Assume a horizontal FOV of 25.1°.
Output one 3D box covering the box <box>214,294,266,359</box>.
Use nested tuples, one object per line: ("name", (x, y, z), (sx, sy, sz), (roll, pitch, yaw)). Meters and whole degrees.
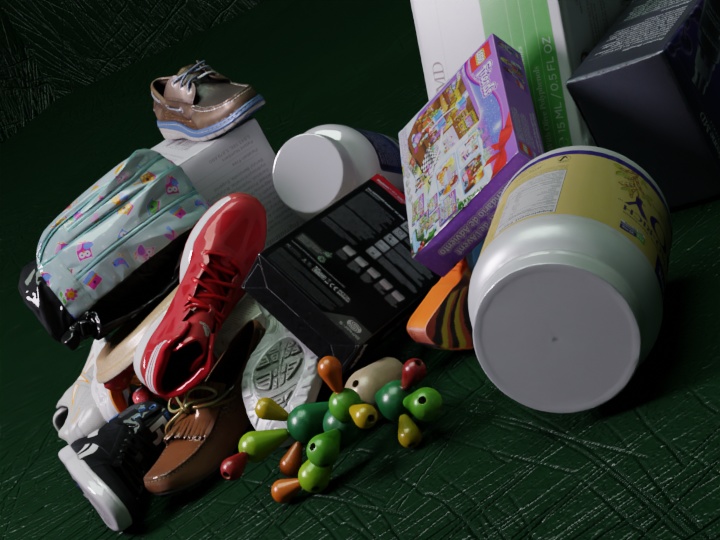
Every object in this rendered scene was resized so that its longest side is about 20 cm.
("box", (-0.057, 0.034, 1.633), (0.200, 0.069, 0.082), (-36, 18, -17))

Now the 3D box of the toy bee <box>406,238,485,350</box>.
("toy bee", (0.130, -0.005, 1.420), (0.201, 0.108, 0.131), (-55, 23, 7))

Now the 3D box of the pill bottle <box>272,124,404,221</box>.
("pill bottle", (-0.018, -0.099, 1.740), (0.111, 0.112, 0.200), (-24, -9, 19))

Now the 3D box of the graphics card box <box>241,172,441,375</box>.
("graphics card box", (0.000, 0.000, 1.472), (0.200, 0.125, 0.051), (-37, -15, -48))

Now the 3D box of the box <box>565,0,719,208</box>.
("box", (0.294, -0.166, 1.486), (0.104, 0.149, 0.200), (-15, 24, 38))

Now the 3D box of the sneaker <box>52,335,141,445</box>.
("sneaker", (-0.291, 0.133, 1.739), (0.092, 0.076, 0.200), (-34, 16, 3))

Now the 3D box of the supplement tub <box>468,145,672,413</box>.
("supplement tub", (0.161, 0.005, 1.234), (0.145, 0.146, 0.200), (-22, 20, 23))

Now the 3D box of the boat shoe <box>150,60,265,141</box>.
("boat shoe", (-0.177, -0.185, 1.753), (0.072, 0.073, 0.199), (-39, 20, -29))

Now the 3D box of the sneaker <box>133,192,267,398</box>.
("sneaker", (-0.130, 0.030, 1.452), (0.201, 0.078, 0.115), (-65, 19, 2))

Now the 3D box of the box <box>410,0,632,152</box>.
("box", (0.180, -0.209, 1.590), (0.170, 0.200, 0.200), (-5, 11, 37))

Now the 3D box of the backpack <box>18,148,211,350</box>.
("backpack", (-0.242, -0.023, 1.620), (0.200, 0.127, 0.167), (-41, 7, 0))

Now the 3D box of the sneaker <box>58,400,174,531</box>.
("sneaker", (-0.215, 0.170, 1.506), (0.112, 0.073, 0.200), (-36, 17, -13))

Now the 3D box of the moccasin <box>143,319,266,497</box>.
("moccasin", (-0.136, 0.125, 1.484), (0.073, 0.078, 0.202), (-6, 37, 49))

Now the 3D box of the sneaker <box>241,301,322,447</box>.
("sneaker", (-0.051, 0.083, 1.484), (0.077, 0.100, 0.201), (-11, 50, 22))

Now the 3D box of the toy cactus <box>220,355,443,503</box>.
("toy cactus", (-0.013, 0.112, 1.340), (0.199, 0.103, 0.165), (-30, 6, 31))

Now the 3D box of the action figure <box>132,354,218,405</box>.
("action figure", (-0.151, 0.081, 1.668), (0.200, 0.066, 0.052), (-36, 41, -20))

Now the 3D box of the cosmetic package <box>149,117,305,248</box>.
("cosmetic package", (-0.162, -0.049, 1.806), (0.165, 0.201, 0.165), (-34, 18, -16))

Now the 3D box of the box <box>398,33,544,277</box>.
("box", (0.096, -0.104, 1.424), (0.137, 0.039, 0.201), (-46, 27, 27))

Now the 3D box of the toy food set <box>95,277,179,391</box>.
("toy food set", (-0.187, 0.045, 1.621), (0.200, 0.049, 0.198), (-39, 11, 26))
